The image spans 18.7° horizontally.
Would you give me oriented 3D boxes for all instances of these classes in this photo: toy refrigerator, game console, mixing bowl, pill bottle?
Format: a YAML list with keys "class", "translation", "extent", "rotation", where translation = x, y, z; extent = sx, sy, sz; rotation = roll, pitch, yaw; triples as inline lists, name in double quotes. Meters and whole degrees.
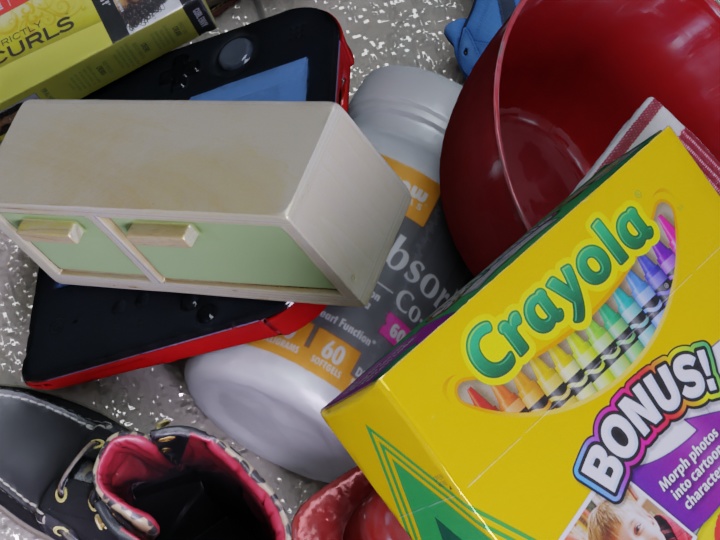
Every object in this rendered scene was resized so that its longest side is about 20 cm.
- class: "toy refrigerator"
  translation: [-0.083, -0.031, 1.035]
  extent: [0.199, 0.076, 0.070]
  rotation: [5, 60, 37]
- class: "game console"
  translation: [-0.088, -0.040, 1.115]
  extent: [0.175, 0.031, 0.201]
  rotation: [-13, 50, 20]
- class: "mixing bowl"
  translation: [0.113, -0.044, 1.084]
  extent: [0.199, 0.108, 0.202]
  rotation: [13, 67, -32]
- class: "pill bottle"
  translation: [0.000, 0.000, 1.136]
  extent: [0.116, 0.117, 0.201]
  rotation: [27, 67, 2]

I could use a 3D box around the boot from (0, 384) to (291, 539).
- class: "boot"
  translation: [-0.114, 0.105, 1.053]
  extent: [0.199, 0.151, 0.073]
  rotation: [35, 74, 5]

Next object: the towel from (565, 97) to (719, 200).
- class: "towel"
  translation: [0.163, 0.035, 1.010]
  extent: [0.200, 0.023, 0.144]
  rotation: [47, 54, -10]

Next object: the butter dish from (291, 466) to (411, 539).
- class: "butter dish"
  translation: [0.083, 0.137, 0.996]
  extent: [0.199, 0.148, 0.200]
  rotation: [-27, 70, -5]

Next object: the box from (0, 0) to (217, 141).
- class: "box"
  translation: [-0.181, -0.120, 1.160]
  extent: [0.199, 0.050, 0.076]
  rotation: [-27, 74, 1]

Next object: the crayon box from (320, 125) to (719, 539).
- class: "crayon box"
  translation: [0.109, 0.066, 0.916]
  extent: [0.200, 0.058, 0.173]
  rotation: [-39, 96, -34]

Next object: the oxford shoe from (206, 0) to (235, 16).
- class: "oxford shoe"
  translation: [-0.078, -0.188, 1.220]
  extent: [0.198, 0.075, 0.071]
  rotation: [-20, 73, -16]

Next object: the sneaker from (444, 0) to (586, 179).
- class: "sneaker"
  translation: [0.088, -0.099, 1.222]
  extent: [0.078, 0.066, 0.202]
  rotation: [-4, 68, 2]
